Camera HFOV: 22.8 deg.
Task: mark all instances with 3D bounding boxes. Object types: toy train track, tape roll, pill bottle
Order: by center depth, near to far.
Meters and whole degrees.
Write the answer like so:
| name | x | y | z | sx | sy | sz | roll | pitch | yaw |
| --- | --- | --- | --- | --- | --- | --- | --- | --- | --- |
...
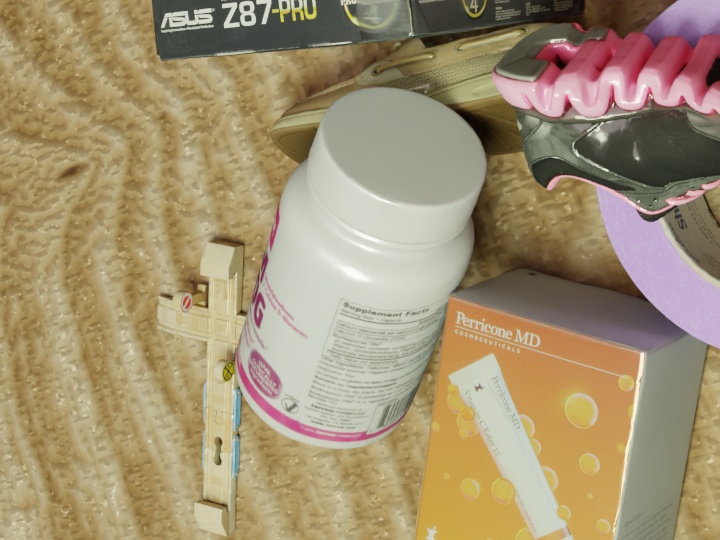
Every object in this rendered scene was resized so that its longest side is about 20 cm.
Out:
| name | x | y | z | sx | sy | sz | roll | pitch | yaw |
| --- | --- | --- | --- | --- | --- | --- | --- | --- | --- |
| tape roll | 0.225 | -0.056 | 0.932 | 0.199 | 0.066 | 0.201 | 8 | 104 | 32 |
| pill bottle | 0.000 | 0.000 | 1.025 | 0.113 | 0.113 | 0.201 | 40 | 137 | 20 |
| toy train track | -0.099 | 0.082 | 1.186 | 0.114 | 0.032 | 0.201 | 11 | 106 | 31 |

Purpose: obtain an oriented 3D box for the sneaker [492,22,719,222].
| name | x | y | z | sx | sy | sz | roll | pitch | yaw |
| --- | --- | --- | --- | --- | --- | --- | --- | --- | --- |
| sneaker | 0.164 | -0.067 | 0.899 | 0.199 | 0.079 | 0.096 | 11 | 127 | 31 |

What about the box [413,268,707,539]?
| name | x | y | z | sx | sy | sz | roll | pitch | yaw |
| --- | --- | --- | --- | --- | --- | --- | --- | --- | --- |
| box | 0.111 | 0.115 | 1.019 | 0.124 | 0.097 | 0.201 | 16 | 107 | 29 |

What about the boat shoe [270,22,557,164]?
| name | x | y | z | sx | sy | sz | roll | pitch | yaw |
| --- | --- | --- | --- | --- | --- | --- | --- | --- | --- |
| boat shoe | 0.038 | -0.100 | 1.050 | 0.199 | 0.071 | 0.065 | -6 | 60 | 32 |

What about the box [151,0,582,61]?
| name | x | y | z | sx | sy | sz | roll | pitch | yaw |
| --- | --- | --- | --- | --- | --- | --- | --- | --- | --- |
| box | 0.008 | -0.148 | 0.971 | 0.160 | 0.200 | 0.049 | 2 | 101 | 33 |
